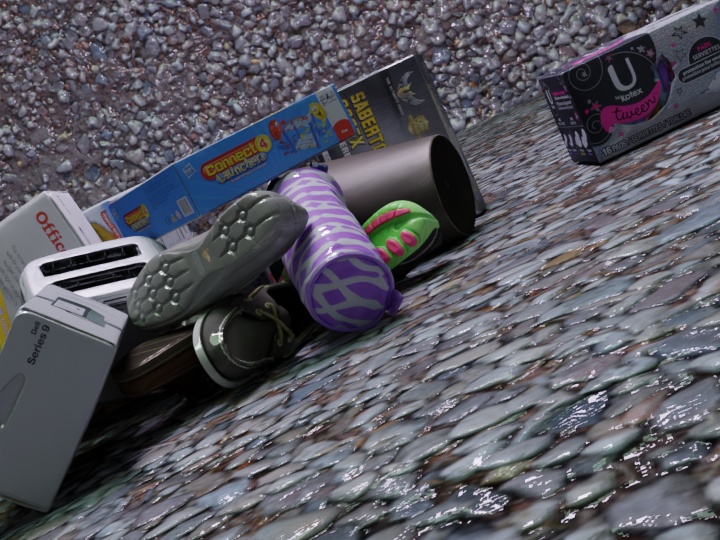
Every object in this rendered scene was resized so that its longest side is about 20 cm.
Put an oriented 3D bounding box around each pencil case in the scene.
[{"bbox_3d":[-0.030,-0.021,1.131,0.084,0.085,0.200,-60,26,20],"label":"pencil case"}]

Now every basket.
[{"bbox_3d":[0.014,-0.066,1.363,0.199,0.136,0.181,-17,33,24],"label":"basket"}]

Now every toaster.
[{"bbox_3d":[-0.252,0.051,1.215,0.199,0.130,0.114,-13,35,-18],"label":"toaster"}]

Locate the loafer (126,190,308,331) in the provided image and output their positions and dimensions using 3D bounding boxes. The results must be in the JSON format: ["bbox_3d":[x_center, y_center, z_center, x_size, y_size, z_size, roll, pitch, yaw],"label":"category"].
[{"bbox_3d":[-0.128,-0.003,1.107,0.200,0.070,0.070,-31,-20,30],"label":"loafer"}]

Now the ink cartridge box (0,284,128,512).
[{"bbox_3d":[-0.260,0.100,1.038,0.200,0.084,0.147,-148,80,-81],"label":"ink cartridge box"}]

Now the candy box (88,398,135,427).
[{"bbox_3d":[-0.321,0.139,1.340,0.115,0.056,0.200,-32,10,-37],"label":"candy box"}]

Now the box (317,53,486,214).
[{"bbox_3d":[0.038,-0.131,1.472,0.158,0.201,0.048,-22,4,17],"label":"box"}]

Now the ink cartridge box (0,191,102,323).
[{"bbox_3d":[-0.360,0.030,1.325,0.200,0.147,0.086,-35,1,3],"label":"ink cartridge box"}]

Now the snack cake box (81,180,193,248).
[{"bbox_3d":[-0.233,0.006,1.415,0.067,0.201,0.115,-22,8,26],"label":"snack cake box"}]

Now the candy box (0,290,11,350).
[{"bbox_3d":[-0.363,0.104,1.176,0.102,0.201,0.026,-23,-10,18],"label":"candy box"}]

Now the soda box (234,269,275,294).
[{"bbox_3d":[-0.122,0.025,1.432,0.063,0.069,0.200,-25,8,4],"label":"soda box"}]

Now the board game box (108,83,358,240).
[{"bbox_3d":[-0.132,-0.101,1.258,0.195,0.056,0.200,-32,7,-30],"label":"board game box"}]

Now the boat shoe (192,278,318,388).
[{"bbox_3d":[-0.088,0.049,1.118,0.060,0.072,0.202,-28,2,19],"label":"boat shoe"}]

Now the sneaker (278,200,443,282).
[{"bbox_3d":[0.000,0.000,1.247,0.199,0.077,0.084,-25,-23,30],"label":"sneaker"}]

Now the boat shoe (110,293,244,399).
[{"bbox_3d":[-0.147,0.081,1.128,0.072,0.068,0.200,-13,11,29],"label":"boat shoe"}]

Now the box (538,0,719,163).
[{"bbox_3d":[0.324,-0.216,1.430,0.199,0.115,0.132,-26,7,-1],"label":"box"}]
